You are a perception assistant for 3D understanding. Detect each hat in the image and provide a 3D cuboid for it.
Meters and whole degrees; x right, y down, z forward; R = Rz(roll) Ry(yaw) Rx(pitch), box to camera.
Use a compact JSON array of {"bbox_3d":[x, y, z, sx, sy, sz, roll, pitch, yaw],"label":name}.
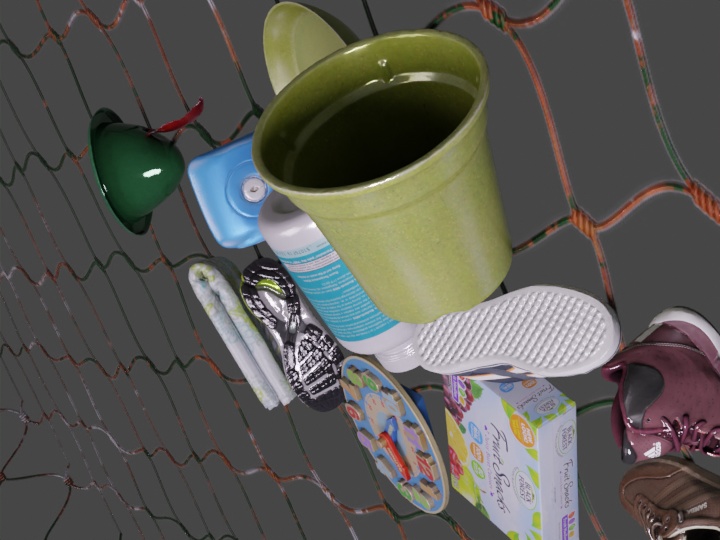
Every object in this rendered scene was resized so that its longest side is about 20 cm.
[{"bbox_3d":[-0.225,-0.144,1.895,0.200,0.176,0.166,-79,-32,-65],"label":"hat"}]

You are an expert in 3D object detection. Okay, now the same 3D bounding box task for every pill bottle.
[{"bbox_3d":[0.000,0.000,1.410,0.111,0.111,0.200,19,148,57],"label":"pill bottle"}]

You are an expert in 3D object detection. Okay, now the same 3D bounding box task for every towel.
[{"bbox_3d":[-0.136,0.073,1.856,0.200,0.048,0.171,59,180,-1],"label":"towel"}]

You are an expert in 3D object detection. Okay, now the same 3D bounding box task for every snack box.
[{"bbox_3d":[0.142,0.168,1.456,0.142,0.053,0.200,38,148,40],"label":"snack box"}]

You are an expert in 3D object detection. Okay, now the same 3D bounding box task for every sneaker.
[{"bbox_3d":[0.257,0.200,1.227,0.200,0.075,0.071,3,120,63],"label":"sneaker"},{"bbox_3d":[0.145,0.055,1.299,0.200,0.079,0.079,-4,80,41],"label":"sneaker"},{"bbox_3d":[-0.076,0.073,1.796,0.200,0.074,0.081,63,176,-8],"label":"sneaker"},{"bbox_3d":[0.249,0.128,1.105,0.200,0.115,0.076,49,155,25],"label":"sneaker"}]

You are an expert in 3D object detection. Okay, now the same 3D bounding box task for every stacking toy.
[{"bbox_3d":[-0.135,-0.090,1.686,0.110,0.116,0.200,67,168,-9],"label":"stacking toy"}]

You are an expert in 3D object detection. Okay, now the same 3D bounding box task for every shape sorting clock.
[{"bbox_3d":[0.035,0.183,1.711,0.200,0.039,0.200,43,151,31],"label":"shape sorting clock"}]

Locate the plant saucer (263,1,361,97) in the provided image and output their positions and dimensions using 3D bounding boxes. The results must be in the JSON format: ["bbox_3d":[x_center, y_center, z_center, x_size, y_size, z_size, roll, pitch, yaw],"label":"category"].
[{"bbox_3d":[-0.022,-0.163,1.431,0.200,0.031,0.200,44,152,31],"label":"plant saucer"}]

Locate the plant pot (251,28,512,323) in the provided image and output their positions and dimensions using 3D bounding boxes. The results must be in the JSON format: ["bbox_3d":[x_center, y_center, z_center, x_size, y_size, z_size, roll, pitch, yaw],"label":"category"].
[{"bbox_3d":[0.037,-0.064,1.256,0.200,0.200,0.184,33,157,47],"label":"plant pot"}]
